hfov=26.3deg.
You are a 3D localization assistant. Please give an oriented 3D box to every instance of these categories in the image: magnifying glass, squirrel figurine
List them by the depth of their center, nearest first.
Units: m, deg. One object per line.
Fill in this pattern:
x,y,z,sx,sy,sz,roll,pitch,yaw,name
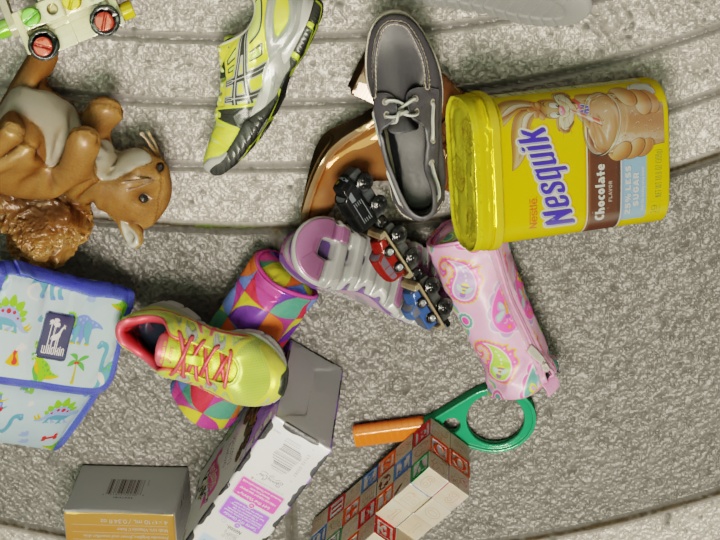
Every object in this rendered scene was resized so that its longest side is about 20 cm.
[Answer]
-0.289,-0.091,1.530,0.186,0.142,0.200,29,127,-20,squirrel figurine
0.091,0.166,1.665,0.199,0.022,0.080,-9,113,6,magnifying glass

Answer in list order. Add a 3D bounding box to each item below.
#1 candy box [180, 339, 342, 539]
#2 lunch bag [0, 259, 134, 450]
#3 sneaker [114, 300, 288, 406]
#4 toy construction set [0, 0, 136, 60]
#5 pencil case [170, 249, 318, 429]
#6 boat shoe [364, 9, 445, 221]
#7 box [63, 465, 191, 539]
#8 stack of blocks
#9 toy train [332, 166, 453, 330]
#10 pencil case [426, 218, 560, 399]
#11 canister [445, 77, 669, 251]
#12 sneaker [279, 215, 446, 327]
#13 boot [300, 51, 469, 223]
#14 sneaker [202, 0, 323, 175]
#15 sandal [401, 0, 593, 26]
-0.103,0.199,1.609,0.071,0.168,0.200,31,112,-10,candy box
-0.344,0.080,1.562,0.170,0.128,0.200,14,121,-44,lunch bag
-0.162,0.087,1.527,0.199,0.090,0.079,17,99,30,sneaker
-0.283,-0.275,1.447,0.199,0.092,0.132,-19,104,12,toy construction set
-0.123,0.074,1.605,0.088,0.089,0.200,31,115,-10,pencil case
0.047,-0.142,1.440,0.072,0.063,0.201,-8,106,-1,boat shoe
-0.253,0.328,1.715,0.124,0.098,0.201,0,114,3,box
0.029,0.265,1.647,0.058,0.115,0.200,37,116,-18,stack of blocks
0.032,-0.014,1.508,0.046,0.034,0.200,-42,117,-16,toy train
0.138,0.037,1.565,0.087,0.088,0.201,-20,108,12,pencil case
0.190,-0.105,1.469,0.199,0.087,0.149,-8,107,-13,canister
0.000,0.000,1.566,0.199,0.088,0.081,22,77,-29,sneaker
0.037,-0.108,1.525,0.155,0.077,0.201,24,106,-11,boot
-0.109,-0.187,1.497,0.076,0.075,0.201,28,102,-1,sneaker
0.121,-0.277,1.445,0.201,0.083,0.050,10,71,1,sandal
